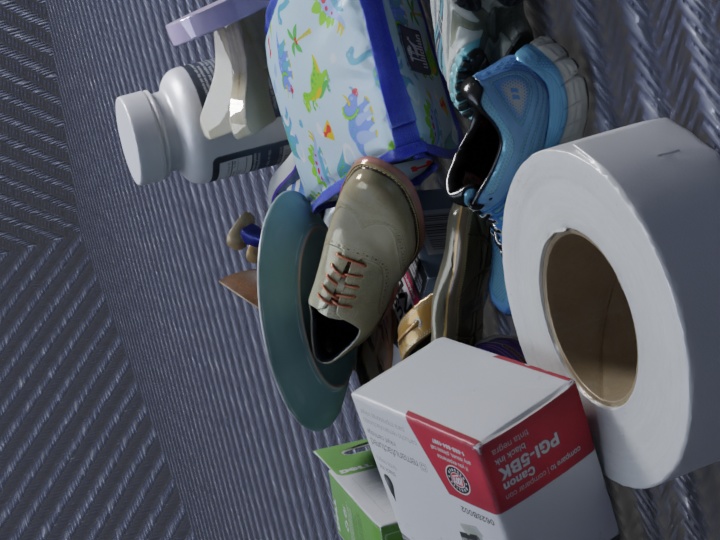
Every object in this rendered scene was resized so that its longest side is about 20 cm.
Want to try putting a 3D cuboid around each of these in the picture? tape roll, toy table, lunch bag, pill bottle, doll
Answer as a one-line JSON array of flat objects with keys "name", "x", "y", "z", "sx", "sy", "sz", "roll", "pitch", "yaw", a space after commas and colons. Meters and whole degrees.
[{"name": "tape roll", "x": 0.159, "y": 0.018, "z": 0.730, "sx": 0.202, "sy": 0.070, "sz": 0.206, "roll": 164, "pitch": 90, "yaw": -73}, {"name": "toy table", "x": -0.086, "y": -0.202, "z": 1.153, "sx": 0.182, "sy": 0.200, "sz": 0.119, "roll": -12, "pitch": 107, "yaw": 39}, {"name": "lunch bag", "x": 0.001, "y": -0.150, "z": 0.977, "sx": 0.200, "sy": 0.125, "sz": 0.173, "roll": 138, "pitch": 115, "yaw": -81}, {"name": "pill bottle", "x": -0.143, "y": -0.156, "z": 1.283, "sx": 0.119, "sy": 0.197, "sz": 0.122, "roll": 164, "pitch": 90, "yaw": -71}, {"name": "doll", "x": -0.044, "y": 0.007, "z": 1.289, "sx": 0.199, "sy": 0.049, "sz": 0.136, "roll": 31, "pitch": 176, "yaw": 33}]

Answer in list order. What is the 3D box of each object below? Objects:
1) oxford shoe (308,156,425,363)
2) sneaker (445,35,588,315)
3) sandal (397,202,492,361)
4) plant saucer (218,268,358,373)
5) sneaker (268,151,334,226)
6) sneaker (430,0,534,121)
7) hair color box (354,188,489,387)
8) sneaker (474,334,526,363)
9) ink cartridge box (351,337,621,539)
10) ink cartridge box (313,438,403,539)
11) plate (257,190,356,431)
[{"name": "oxford shoe", "x": 0.000, "y": 0.000, "z": 0.940, "sx": 0.070, "sy": 0.074, "sz": 0.202, "roll": 24, "pitch": 143, "yaw": 13}, {"name": "sneaker", "x": 0.093, "y": -0.055, "z": 0.837, "sx": 0.079, "sy": 0.089, "sz": 0.203, "roll": -129, "pitch": 28, "yaw": -50}, {"name": "sandal", "x": 0.056, "y": 0.036, "z": 0.920, "sx": 0.053, "sy": 0.080, "sz": 0.204, "roll": 16, "pitch": 107, "yaw": 23}, {"name": "plant saucer", "x": -0.057, "y": 0.051, "z": 1.315, "sx": 0.199, "sy": 0.037, "sz": 0.200, "roll": 32, "pitch": 177, "yaw": 2}, {"name": "sneaker", "x": -0.029, "y": -0.041, "z": 1.226, "sx": 0.200, "sy": 0.079, "sz": 0.149, "roll": 123, "pitch": 133, "yaw": -60}, {"name": "sneaker", "x": 0.071, "y": -0.197, "z": 0.810, "sx": 0.202, "sy": 0.076, "sz": 0.087, "roll": 93, "pitch": 158, "yaw": -44}, {"name": "hair color box", "x": 0.047, "y": 0.041, "z": 1.046, "sx": 0.202, "sy": 0.060, "sz": 0.100, "roll": 102, "pitch": 156, "yaw": -43}, {"name": "sneaker", "x": 0.115, "y": 0.147, "z": 0.908, "sx": 0.080, "sy": 0.083, "sz": 0.203, "roll": -28, "pitch": 76, "yaw": 33}, {"name": "ink cartridge box", "x": 0.089, "y": 0.161, "z": 0.803, "sx": 0.146, "sy": 0.082, "sz": 0.203, "roll": 14, "pitch": 128, "yaw": 58}, {"name": "ink cartridge box", "x": 0.037, "y": 0.192, "z": 1.030, "sx": 0.200, "sy": 0.102, "sz": 0.060, "roll": -154, "pitch": 54, "yaw": -71}, {"name": "plate", "x": -0.036, "y": 0.032, "z": 1.053, "sx": 0.200, "sy": 0.025, "sz": 0.204, "roll": -8, "pitch": -90, "yaw": -71}]
